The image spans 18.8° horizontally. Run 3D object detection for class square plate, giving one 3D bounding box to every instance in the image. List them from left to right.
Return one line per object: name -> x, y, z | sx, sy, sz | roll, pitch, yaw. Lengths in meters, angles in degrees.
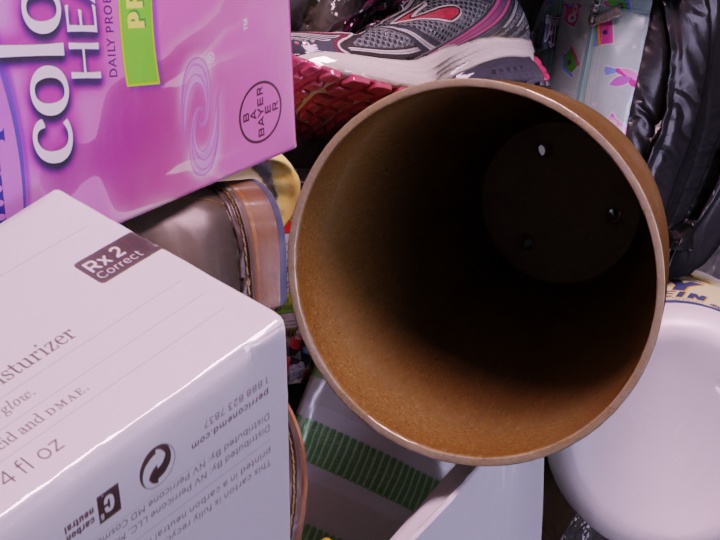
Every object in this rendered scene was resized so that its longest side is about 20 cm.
square plate -> 0.038, 0.186, 1.118 | 0.198, 0.028, 0.201 | -42, 141, -46

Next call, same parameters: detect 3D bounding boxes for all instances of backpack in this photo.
backpack -> 0.161, -0.093, 1.277 | 0.166, 0.126, 0.201 | 14, 90, -47

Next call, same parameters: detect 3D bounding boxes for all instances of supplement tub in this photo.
supplement tub -> 0.182, 0.076, 1.296 | 0.200, 0.144, 0.146 | -60, 158, -79

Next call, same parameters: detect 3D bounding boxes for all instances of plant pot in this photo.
plant pot -> 0.083, -0.019, 1.118 | 0.200, 0.185, 0.188 | -34, 131, -67

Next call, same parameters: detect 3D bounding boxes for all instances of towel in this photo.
towel -> 0.015, 0.128, 1.164 | 0.152, 0.023, 0.201 | 27, 81, -34

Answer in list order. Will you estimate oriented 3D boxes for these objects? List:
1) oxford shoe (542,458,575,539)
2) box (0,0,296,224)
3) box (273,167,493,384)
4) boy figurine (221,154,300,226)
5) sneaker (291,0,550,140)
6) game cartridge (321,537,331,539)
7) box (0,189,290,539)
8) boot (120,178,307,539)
oxford shoe -> 0.100, 0.185, 1.337 | 0.200, 0.084, 0.073 | -52, 136, -29
box -> -0.129, -0.116, 0.922 | 0.200, 0.096, 0.177 | -25, 122, -44
box -> 0.000, 0.000, 1.180 | 0.199, 0.035, 0.111 | -5, 106, -51
boy figurine -> -0.105, 0.004, 1.024 | 0.200, 0.064, 0.125 | -38, 124, -35
sneaker -> 0.015, -0.115, 1.135 | 0.199, 0.080, 0.075 | -12, 83, -50
game cartridge -> -0.087, 0.237, 1.034 | 0.200, 0.032, 0.176 | -56, 177, 33
box -> -0.137, 0.113, 0.839 | 0.199, 0.130, 0.201 | -36, 140, -37
boot -> -0.083, 0.062, 0.967 | 0.096, 0.075, 0.201 | -4, 88, -36
